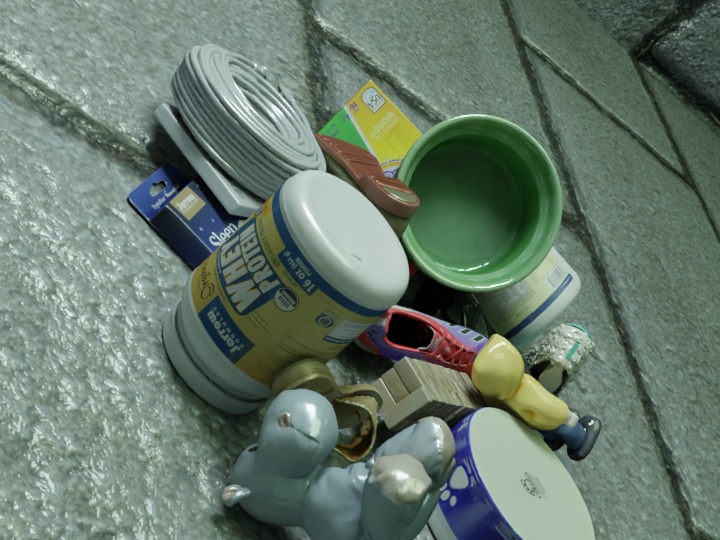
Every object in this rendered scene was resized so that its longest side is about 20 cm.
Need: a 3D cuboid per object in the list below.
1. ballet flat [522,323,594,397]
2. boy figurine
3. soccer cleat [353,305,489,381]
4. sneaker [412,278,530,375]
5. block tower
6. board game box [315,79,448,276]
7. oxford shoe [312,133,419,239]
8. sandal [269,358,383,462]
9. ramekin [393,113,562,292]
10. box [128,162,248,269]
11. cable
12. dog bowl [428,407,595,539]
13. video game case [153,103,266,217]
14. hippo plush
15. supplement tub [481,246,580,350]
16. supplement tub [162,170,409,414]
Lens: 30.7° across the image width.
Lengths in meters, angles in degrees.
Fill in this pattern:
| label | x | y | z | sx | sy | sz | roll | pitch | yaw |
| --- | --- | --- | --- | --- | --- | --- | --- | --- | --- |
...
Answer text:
| label | x | y | z | sx | sy | sz | roll | pitch | yaw |
| --- | --- | --- | --- | --- | --- | --- | --- | --- | --- |
| ballet flat | 0.220 | 0.129 | 1.585 | 0.071 | 0.200 | 0.072 | 5 | 62 | -9 |
| boy figurine | 0.183 | 0.140 | 1.464 | 0.200 | 0.065 | 0.124 | 41 | -14 | -34 |
| soccer cleat | 0.082 | 0.083 | 1.451 | 0.199 | 0.073 | 0.069 | 20 | 81 | -29 |
| sneaker | 0.125 | 0.095 | 1.555 | 0.114 | 0.076 | 0.201 | -13 | 70 | -50 |
| block tower | 0.075 | 0.137 | 1.389 | 0.058 | 0.054 | 0.200 | 58 | 14 | 20 |
| board game box | 0.026 | -0.103 | 1.574 | 0.200 | 0.153 | 0.040 | 45 | -8 | -7 |
| oxford shoe | -0.011 | -0.092 | 1.466 | 0.070 | 0.074 | 0.200 | 10 | 24 | -34 |
| sandal | -0.020 | 0.144 | 1.203 | 0.070 | 0.077 | 0.212 | 62 | 8 | 24 |
| ramekin | 0.125 | -0.075 | 1.522 | 0.200 | 0.200 | 0.098 | 46 | -9 | -7 |
| box | -0.140 | -0.030 | 1.339 | 0.200 | 0.032 | 0.121 | 45 | 25 | -7 |
| cable | -0.122 | -0.159 | 1.417 | 0.199 | 0.069 | 0.201 | 25 | 28 | -54 |
| dog bowl | 0.154 | 0.247 | 1.377 | 0.200 | 0.079 | 0.201 | 38 | 27 | -23 |
| video game case | -0.133 | -0.111 | 1.433 | 0.144 | 0.018 | 0.200 | 52 | 15 | 15 |
| hippo plush | -0.023 | 0.182 | 1.119 | 0.160 | 0.201 | 0.159 | 29 | 21 | 13 |
| supplement tub | 0.169 | -0.010 | 1.682 | 0.200 | 0.145 | 0.145 | 48 | 25 | -3 |
| supplement tub | -0.070 | 0.023 | 1.179 | 0.144 | 0.200 | 0.145 | 37 | 27 | -23 |
